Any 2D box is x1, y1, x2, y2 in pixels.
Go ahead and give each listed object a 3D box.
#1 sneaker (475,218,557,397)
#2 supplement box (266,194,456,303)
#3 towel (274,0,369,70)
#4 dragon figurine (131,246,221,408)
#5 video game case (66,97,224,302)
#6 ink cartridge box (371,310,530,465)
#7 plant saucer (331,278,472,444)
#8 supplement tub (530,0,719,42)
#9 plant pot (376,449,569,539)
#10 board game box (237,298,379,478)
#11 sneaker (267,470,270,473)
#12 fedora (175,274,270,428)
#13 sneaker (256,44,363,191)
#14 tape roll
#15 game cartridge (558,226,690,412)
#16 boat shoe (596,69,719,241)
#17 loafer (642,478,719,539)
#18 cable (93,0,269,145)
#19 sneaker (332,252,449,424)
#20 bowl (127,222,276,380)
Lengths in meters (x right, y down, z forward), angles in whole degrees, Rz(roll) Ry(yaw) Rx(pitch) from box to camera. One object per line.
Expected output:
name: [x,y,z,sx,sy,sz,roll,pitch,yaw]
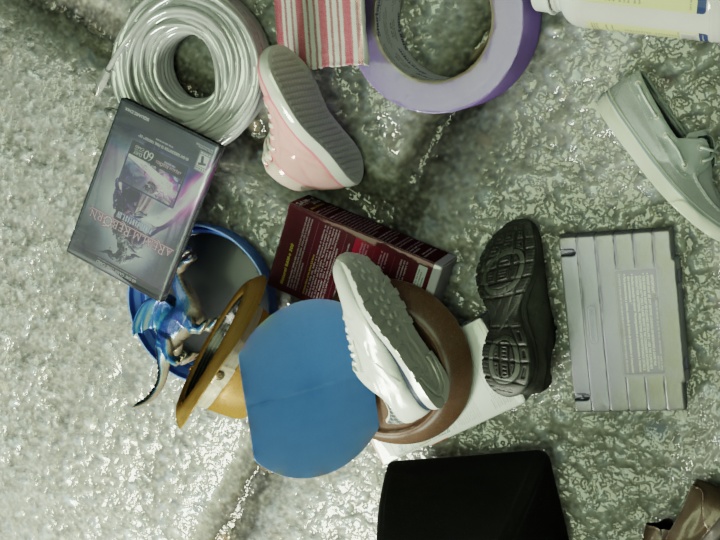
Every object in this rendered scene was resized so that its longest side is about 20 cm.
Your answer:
sneaker: [0.180,0.043,1.410,0.076,0.091,0.202,-3,78,38]
supplement box: [0.000,0.000,1.475,0.199,0.061,0.109,24,110,15]
towel: [-0.043,-0.296,1.392,0.200,0.030,0.148,12,109,59]
dragon figurine: [-0.237,0.065,1.539,0.099,0.059,0.201,39,107,12]
video game case: [-0.256,-0.083,1.493,0.142,0.019,0.201,27,102,17]
ink cartridge box: [0.089,0.138,1.475,0.199,0.050,0.109,-29,90,25]
plant saucer: [0.029,0.110,1.441,0.199,0.034,0.202,7,108,21]
supplement tub: [0.280,-0.310,1.259,0.199,0.145,0.146,11,104,19]
plant pot: [0.119,0.340,1.412,0.198,0.178,0.201,-8,112,23]
board game box: [-0.064,0.130,1.410,0.039,0.157,0.202,14,115,61]
sneaker: [-0.063,0.151,1.535,0.089,0.067,0.202,5,98,5]
fedora: [-0.138,0.105,1.452,0.081,0.201,0.201,29,112,-11]
sneaker: [-0.086,-0.162,1.433,0.104,0.076,0.201,-9,136,31]
tape roll: [0.091,-0.274,1.373,0.199,0.085,0.202,4,102,21]
game cartridge: [0.291,0.055,1.389,0.129,0.038,0.202,-4,99,18]
boat shoe: [0.332,-0.123,1.316,0.071,0.070,0.201,-42,82,26]
loafer: [0.343,0.309,1.405,0.071,0.073,0.200,42,108,20]
cable: [-0.200,-0.239,1.503,0.199,0.069,0.201,32,110,12]
sneaker: [0.015,0.076,1.382,0.080,0.076,0.201,-27,92,36]
bowl: [-0.195,0.039,1.571,0.199,0.039,0.202,4,102,21]
